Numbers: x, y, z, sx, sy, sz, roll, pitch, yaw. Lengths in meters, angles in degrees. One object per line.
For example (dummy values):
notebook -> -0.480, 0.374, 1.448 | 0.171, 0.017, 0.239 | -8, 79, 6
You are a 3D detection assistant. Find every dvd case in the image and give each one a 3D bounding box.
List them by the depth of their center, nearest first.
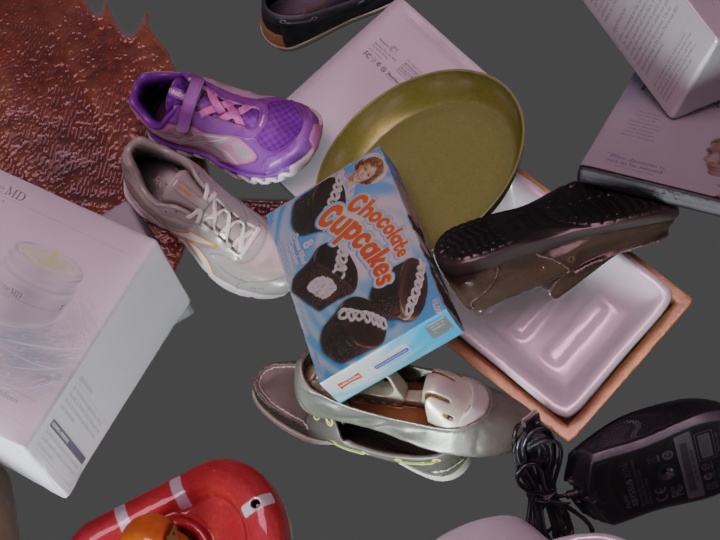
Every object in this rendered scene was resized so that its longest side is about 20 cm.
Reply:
dvd case -> 0.274, -0.107, 1.402 | 0.143, 0.018, 0.200 | 15, 34, 16

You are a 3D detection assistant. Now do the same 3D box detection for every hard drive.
hard drive -> 0.008, -0.139, 1.527 | 0.200, 0.026, 0.132 | -43, 69, -5

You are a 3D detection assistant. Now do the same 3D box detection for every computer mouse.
computer mouse -> 0.219, 0.147, 1.349 | 0.200, 0.139, 0.053 | -14, 32, 0

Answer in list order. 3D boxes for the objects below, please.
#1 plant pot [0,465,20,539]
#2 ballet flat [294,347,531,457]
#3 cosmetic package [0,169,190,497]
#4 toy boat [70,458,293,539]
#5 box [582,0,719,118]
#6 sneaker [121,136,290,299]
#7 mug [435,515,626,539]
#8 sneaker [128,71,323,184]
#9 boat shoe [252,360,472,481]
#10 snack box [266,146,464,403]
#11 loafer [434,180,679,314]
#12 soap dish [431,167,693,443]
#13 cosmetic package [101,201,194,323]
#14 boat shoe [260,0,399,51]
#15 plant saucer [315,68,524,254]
plant pot -> -0.359, 0.245, 1.392 | 0.200, 0.200, 0.174 | -7, 53, 9
ballet flat -> 0.040, 0.102, 1.351 | 0.200, 0.064, 0.067 | 10, 56, 12
cosmetic package -> -0.282, 0.042, 1.383 | 0.199, 0.123, 0.200 | 23, 69, 19
toy boat -> -0.155, 0.230, 1.372 | 0.200, 0.131, 0.131 | -28, 68, 1
box -> 0.285, -0.254, 1.441 | 0.152, 0.106, 0.200 | -20, 65, -25
sneaker -> -0.136, -0.046, 1.483 | 0.200, 0.092, 0.076 | 32, 79, 13
mug -> 0.139, 0.276, 1.293 | 0.200, 0.148, 0.175 | -21, 62, -2
sneaker -> -0.128, -0.135, 1.496 | 0.200, 0.088, 0.081 | 13, 72, 32
boat shoe -> -0.002, 0.118, 1.419 | 0.202, 0.060, 0.072 | 19, 75, 17
snack box -> 0.000, 0.000, 1.360 | 0.116, 0.037, 0.200 | -31, 45, 10
loafer -> 0.158, -0.020, 1.355 | 0.200, 0.071, 0.073 | -14, 34, -3
soap dish -> 0.150, 0.028, 1.410 | 0.200, 0.081, 0.157 | 39, 82, 20
cosmetic package -> -0.262, 0.038, 1.493 | 0.200, 0.071, 0.101 | -30, 67, 0
boat shoe -> -0.006, -0.273, 1.559 | 0.200, 0.062, 0.075 | -30, 66, -2
plant saucer -> 0.054, -0.084, 1.436 | 0.200, 0.031, 0.200 | -18, 48, 22
